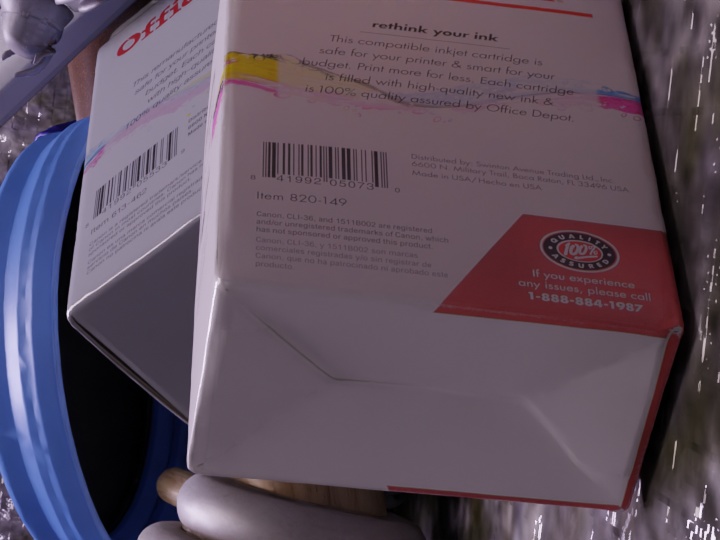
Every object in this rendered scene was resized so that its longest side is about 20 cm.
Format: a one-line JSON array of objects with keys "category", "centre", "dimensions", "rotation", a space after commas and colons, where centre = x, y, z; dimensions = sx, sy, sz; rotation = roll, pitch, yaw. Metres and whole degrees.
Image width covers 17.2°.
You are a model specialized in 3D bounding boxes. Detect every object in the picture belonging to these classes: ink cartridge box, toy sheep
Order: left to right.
[{"category": "toy sheep", "centre": [-0.037, 0.144, 0.905], "dimensions": [0.138, 0.138, 0.200], "rotation": [-169, 89, -83]}, {"category": "ink cartridge box", "centre": [-0.030, -0.054, 0.927], "dimensions": [0.146, 0.083, 0.200], "rotation": [-36, 28, 20]}, {"category": "ink cartridge box", "centre": [0.015, -0.029, 0.661], "dimensions": [0.200, 0.116, 0.068], "rotation": [-91, 9, -51]}]

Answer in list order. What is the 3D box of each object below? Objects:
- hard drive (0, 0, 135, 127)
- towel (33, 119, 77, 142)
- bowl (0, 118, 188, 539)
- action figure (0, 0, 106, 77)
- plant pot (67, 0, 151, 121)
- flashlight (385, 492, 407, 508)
[{"category": "hard drive", "centre": [-0.138, -0.175, 1.127], "dimensions": [0.132, 0.200, 0.027], "rotation": [52, -173, 32]}, {"category": "towel", "centre": [-0.087, -0.023, 1.297], "dimensions": [0.200, 0.050, 0.148], "rotation": [-21, -68, -48]}, {"category": "bowl", "centre": [-0.108, 0.033, 1.026], "dimensions": [0.201, 0.039, 0.201], "rotation": [-5, -90, -74]}, {"category": "action figure", "centre": [-0.102, -0.167, 1.040], "dimensions": [0.130, 0.069, 0.200], "rotation": [10, 66, 44]}, {"category": "plant pot", "centre": [-0.065, -0.118, 1.188], "dimensions": [0.200, 0.200, 0.198], "rotation": [105, 160, -56]}, {"category": "flashlight", "centre": [0.000, 0.000, 1.024], "dimensions": [0.068, 0.068, 0.200], "rotation": [45, -135, -52]}]
